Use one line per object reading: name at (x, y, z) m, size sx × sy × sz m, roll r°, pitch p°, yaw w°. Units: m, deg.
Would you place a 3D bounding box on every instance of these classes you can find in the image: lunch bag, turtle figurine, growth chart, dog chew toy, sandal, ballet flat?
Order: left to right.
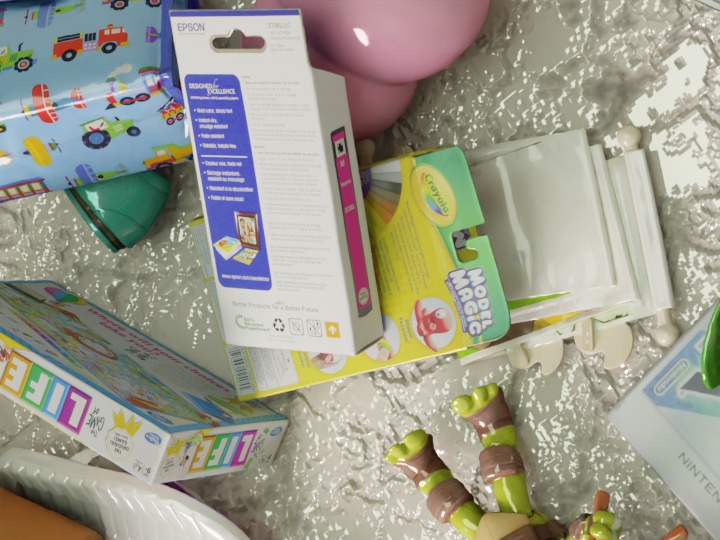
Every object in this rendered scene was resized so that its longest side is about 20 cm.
ballet flat at (-0.188, -0.098, 1.469) m, size 0.070 × 0.067 × 0.200 m, roll -43°, pitch 70°, yaw -3°
lunch bag at (-0.176, -0.157, 1.417) m, size 0.150 × 0.094 × 0.200 m, roll -12°, pitch 57°, yaw 9°
sandal at (-0.143, 0.137, 1.443) m, size 0.202 × 0.083 × 0.050 m, roll 14°, pitch 54°, yaw 30°
dog chew toy at (-0.011, -0.131, 1.335) m, size 0.125 × 0.124 × 0.200 m, roll 49°, pitch 125°, yaw 20°
growth chart at (0.086, -0.012, 1.336) m, size 0.200 × 0.018 × 0.145 m, roll -4°, pitch 89°, yaw 29°
turtle figurine at (0.091, 0.148, 1.309) m, size 0.200 × 0.064 × 0.162 m, roll -41°, pitch 64°, yaw 32°

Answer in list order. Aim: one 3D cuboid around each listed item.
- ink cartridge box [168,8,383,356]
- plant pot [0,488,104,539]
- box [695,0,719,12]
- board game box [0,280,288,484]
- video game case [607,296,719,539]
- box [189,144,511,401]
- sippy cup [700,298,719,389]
ink cartridge box at (-0.047, -0.052, 1.300) m, size 0.095 × 0.037 × 0.200 m, roll 4°, pitch 113°, yaw 36°
plant pot at (-0.240, 0.216, 1.433) m, size 0.140 × 0.200 × 0.201 m, roll 7°, pitch 94°, yaw 12°
box at (0.150, -0.228, 1.274) m, size 0.200 × 0.060 × 0.117 m, roll 28°, pitch 104°, yaw 25°
board game box at (-0.159, 0.064, 1.406) m, size 0.200 × 0.134 × 0.034 m, roll 28°, pitch 104°, yaw 26°
video game case at (0.257, 0.076, 1.240) m, size 0.200 × 0.022 × 0.182 m, roll -48°, pitch 69°, yaw 20°
box at (0.000, 0.000, 1.344) m, size 0.200 × 0.048 × 0.118 m, roll -14°, pitch 93°, yaw 39°
sippy cup at (0.266, 0.065, 1.156) m, size 0.178 × 0.139 × 0.131 m, roll 38°, pitch 123°, yaw 56°
